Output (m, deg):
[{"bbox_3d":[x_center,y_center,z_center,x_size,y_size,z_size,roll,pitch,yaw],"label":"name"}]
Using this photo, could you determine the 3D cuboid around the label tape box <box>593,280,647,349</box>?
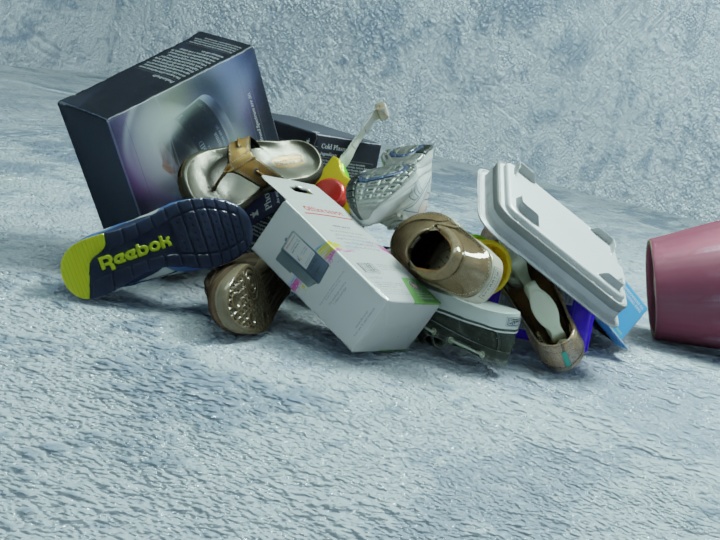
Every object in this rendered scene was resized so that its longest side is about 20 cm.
[{"bbox_3d":[0.277,0.007,1.578,0.144,0.066,0.200,50,1,-8],"label":"label tape box"}]

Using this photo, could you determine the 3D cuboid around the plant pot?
[{"bbox_3d":[0.456,0.020,1.643,0.177,0.202,0.200,-4,9,7],"label":"plant pot"}]

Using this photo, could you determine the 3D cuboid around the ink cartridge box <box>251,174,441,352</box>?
[{"bbox_3d":[-0.027,-0.007,1.320,0.200,0.068,0.117,45,19,25],"label":"ink cartridge box"}]

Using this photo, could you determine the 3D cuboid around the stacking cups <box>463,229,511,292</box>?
[{"bbox_3d":[0.097,-0.020,1.441,0.060,0.061,0.200,7,8,-21],"label":"stacking cups"}]

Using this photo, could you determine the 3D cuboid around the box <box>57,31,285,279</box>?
[{"bbox_3d":[-0.201,-0.131,1.460,0.198,0.201,0.123,-32,34,-27],"label":"box"}]

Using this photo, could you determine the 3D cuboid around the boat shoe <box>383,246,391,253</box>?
[{"bbox_3d":[0.000,0.000,1.513,0.199,0.076,0.060,1,20,-47],"label":"boat shoe"}]

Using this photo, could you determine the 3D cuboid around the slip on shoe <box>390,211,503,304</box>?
[{"bbox_3d":[0.073,-0.021,1.335,0.060,0.076,0.200,26,7,-28],"label":"slip on shoe"}]

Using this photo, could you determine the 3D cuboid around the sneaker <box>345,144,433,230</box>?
[{"bbox_3d":[0.043,-0.081,1.454,0.074,0.088,0.200,-2,18,24],"label":"sneaker"}]

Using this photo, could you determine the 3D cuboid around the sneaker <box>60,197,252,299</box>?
[{"bbox_3d":[-0.208,-0.026,1.317,0.198,0.075,0.082,-14,3,-16],"label":"sneaker"}]

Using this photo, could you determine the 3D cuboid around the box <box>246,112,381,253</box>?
[{"bbox_3d":[-0.087,-0.093,1.610,0.103,0.184,0.199,3,14,-39],"label":"box"}]

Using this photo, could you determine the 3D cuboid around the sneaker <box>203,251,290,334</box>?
[{"bbox_3d":[-0.127,0.027,1.314,0.075,0.071,0.200,-13,7,15],"label":"sneaker"}]

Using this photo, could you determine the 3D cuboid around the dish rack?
[{"bbox_3d":[0.214,-0.039,1.411,0.199,0.044,0.172,38,23,-13],"label":"dish rack"}]

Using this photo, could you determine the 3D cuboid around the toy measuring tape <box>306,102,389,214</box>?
[{"bbox_3d":[-0.007,-0.102,1.489,0.073,0.201,0.074,33,-15,10],"label":"toy measuring tape"}]

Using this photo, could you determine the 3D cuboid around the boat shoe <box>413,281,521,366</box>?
[{"bbox_3d":[0.076,0.049,1.361,0.199,0.064,0.070,19,11,42],"label":"boat shoe"}]

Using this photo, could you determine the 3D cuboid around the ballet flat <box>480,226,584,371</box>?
[{"bbox_3d":[0.183,0.014,1.397,0.201,0.068,0.067,61,4,29],"label":"ballet flat"}]

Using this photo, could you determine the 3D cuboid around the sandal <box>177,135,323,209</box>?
[{"bbox_3d":[-0.112,-0.111,1.398,0.199,0.055,0.082,-15,67,-40],"label":"sandal"}]

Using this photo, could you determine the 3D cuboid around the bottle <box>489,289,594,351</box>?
[{"bbox_3d":[0.165,0.038,1.466,0.198,0.084,0.065,11,-23,13],"label":"bottle"}]
